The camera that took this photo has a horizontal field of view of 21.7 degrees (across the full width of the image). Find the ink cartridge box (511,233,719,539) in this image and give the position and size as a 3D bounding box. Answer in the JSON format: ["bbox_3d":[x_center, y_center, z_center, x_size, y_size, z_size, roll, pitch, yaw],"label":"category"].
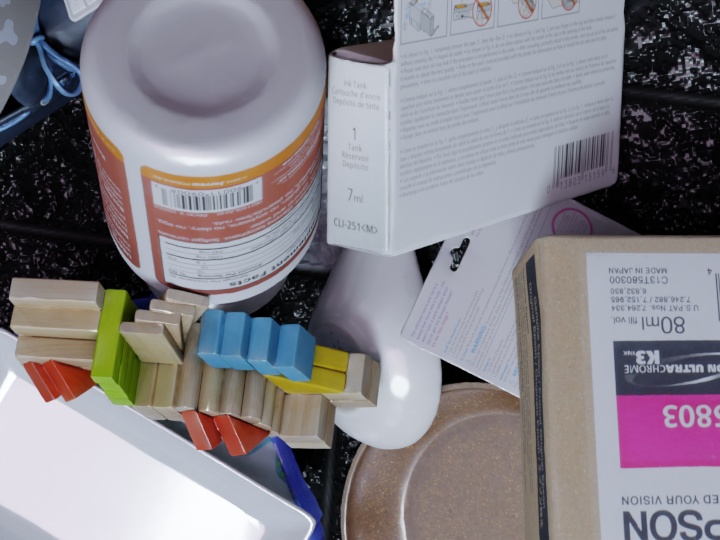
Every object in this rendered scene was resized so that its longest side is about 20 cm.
[{"bbox_3d":[0.180,0.069,0.935,0.198,0.075,0.167,-1,75,-7],"label":"ink cartridge box"}]

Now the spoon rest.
[{"bbox_3d":[0.000,0.000,1.025,0.099,0.060,0.202,2,106,48],"label":"spoon rest"}]

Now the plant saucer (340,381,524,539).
[{"bbox_3d":[0.083,0.154,1.048,0.199,0.037,0.202,10,110,28],"label":"plant saucer"}]

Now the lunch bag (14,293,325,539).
[{"bbox_3d":[-0.129,0.107,1.058,0.198,0.127,0.171,-17,101,27],"label":"lunch bag"}]

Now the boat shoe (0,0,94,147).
[{"bbox_3d":[-0.185,-0.111,1.039,0.084,0.069,0.200,45,109,-2],"label":"boat shoe"}]

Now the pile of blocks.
[{"bbox_3d":[-0.083,0.055,0.946,0.198,0.082,0.063,11,69,-13],"label":"pile of blocks"}]

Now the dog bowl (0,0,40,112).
[{"bbox_3d":[-0.243,-0.126,0.998,0.058,0.201,0.200,26,117,-40],"label":"dog bowl"}]

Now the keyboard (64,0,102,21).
[{"bbox_3d":[-0.082,-0.194,0.950,0.199,0.011,0.057,-26,72,29],"label":"keyboard"}]

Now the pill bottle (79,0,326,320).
[{"bbox_3d":[-0.073,-0.054,0.915,0.111,0.200,0.113,1,65,-2],"label":"pill bottle"}]

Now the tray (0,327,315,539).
[{"bbox_3d":[-0.132,0.122,0.993,0.199,0.022,0.108,32,101,-4],"label":"tray"}]

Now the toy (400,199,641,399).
[{"bbox_3d":[0.130,0.038,1.004,0.199,0.047,0.116,25,66,4],"label":"toy"}]

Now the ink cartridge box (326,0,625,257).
[{"bbox_3d":[0.061,-0.112,0.913,0.043,0.199,0.175,13,110,38],"label":"ink cartridge box"}]
